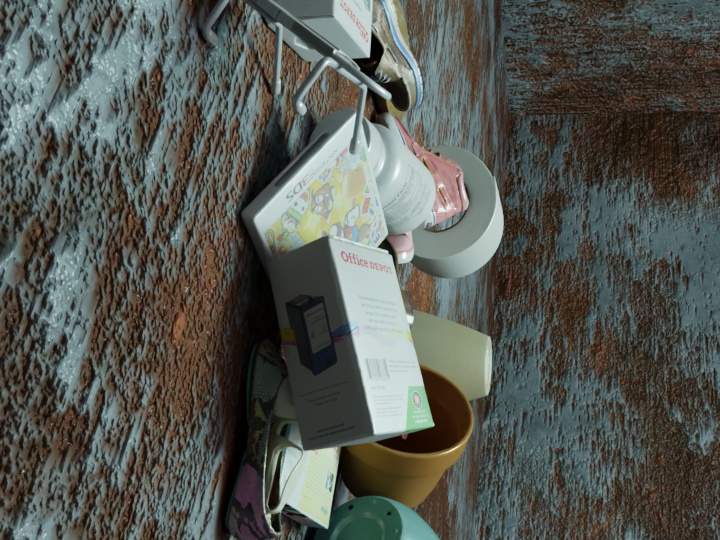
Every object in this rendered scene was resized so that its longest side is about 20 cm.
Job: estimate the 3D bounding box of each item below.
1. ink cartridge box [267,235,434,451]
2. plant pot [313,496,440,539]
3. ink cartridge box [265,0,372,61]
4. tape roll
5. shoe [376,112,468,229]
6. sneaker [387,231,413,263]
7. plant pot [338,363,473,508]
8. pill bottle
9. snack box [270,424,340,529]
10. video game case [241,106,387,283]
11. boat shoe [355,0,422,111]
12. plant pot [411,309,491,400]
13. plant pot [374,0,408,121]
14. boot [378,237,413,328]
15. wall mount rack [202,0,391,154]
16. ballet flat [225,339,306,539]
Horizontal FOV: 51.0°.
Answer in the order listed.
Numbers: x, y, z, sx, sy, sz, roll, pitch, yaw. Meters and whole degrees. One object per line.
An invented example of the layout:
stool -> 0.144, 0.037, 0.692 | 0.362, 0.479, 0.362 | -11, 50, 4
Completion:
ink cartridge box -> -0.009, 0.077, 0.794 | 0.145, 0.087, 0.202 | 13, 61, -60
plant pot -> 0.024, 0.393, 0.977 | 0.201, 0.198, 0.162 | -68, 142, -51
ink cartridge box -> -0.039, -0.354, 0.847 | 0.146, 0.083, 0.203 | 6, 87, -74
tape roll -> 0.147, -0.099, 1.328 | 0.139, 0.200, 0.205 | 45, 49, -69
shoe -> 0.101, -0.173, 1.231 | 0.202, 0.090, 0.071 | 66, -16, 6
sneaker -> 0.041, -0.084, 1.161 | 0.201, 0.074, 0.106 | -86, 172, -68
plant pot -> 0.048, 0.242, 1.070 | 0.200, 0.198, 0.141 | -59, 163, -60
pill bottle -> 0.015, -0.129, 0.998 | 0.200, 0.113, 0.116 | 30, 62, -60
snack box -> -0.070, 0.228, 0.892 | 0.200, 0.037, 0.117 | 64, 32, -59
video game case -> -0.042, -0.052, 0.856 | 0.182, 0.023, 0.201 | -50, 146, -26
boat shoe -> 0.028, -0.316, 1.119 | 0.072, 0.072, 0.201 | -45, 126, -25
plant pot -> 0.109, 0.149, 1.222 | 0.187, 0.197, 0.190 | 2, 90, -74
plant pot -> 0.050, -0.349, 1.269 | 0.200, 0.027, 0.203 | 3, 90, -74
boot -> 0.000, 0.000, 1.035 | 0.096, 0.075, 0.201 | 13, 40, -37
wall mount rack -> -0.057, -0.188, 0.715 | 0.075, 0.200, 0.174 | -53, 164, 10
ballet flat -> -0.086, 0.171, 0.767 | 0.069, 0.070, 0.202 | 50, 44, -63
